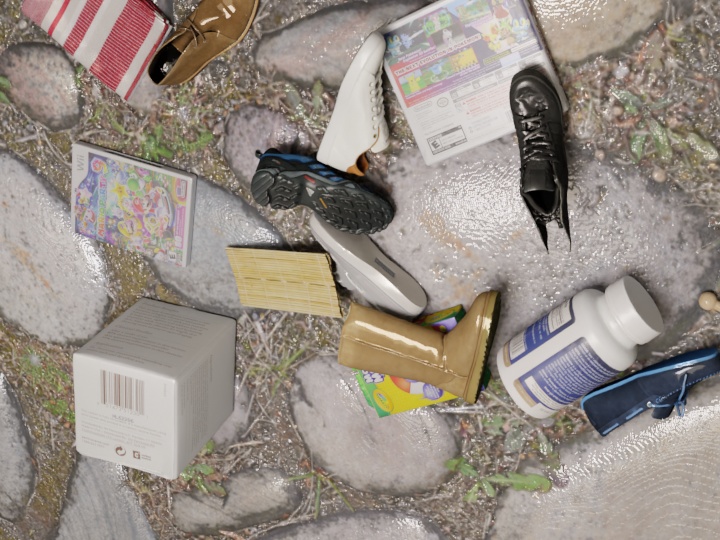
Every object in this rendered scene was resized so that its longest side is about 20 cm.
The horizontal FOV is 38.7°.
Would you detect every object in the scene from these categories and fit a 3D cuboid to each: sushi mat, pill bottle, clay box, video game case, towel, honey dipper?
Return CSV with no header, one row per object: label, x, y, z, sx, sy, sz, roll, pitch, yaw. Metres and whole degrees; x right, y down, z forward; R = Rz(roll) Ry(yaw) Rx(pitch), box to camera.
sushi mat,-0.108,0.015,1.439,0.198,0.012,0.097,5,116,39
pill bottle,0.279,0.094,1.302,0.199,0.111,0.111,-38,96,30
clay box,0.071,0.133,1.435,0.198,0.048,0.116,-19,104,26
video game case,-0.337,-0.097,1.509,0.197,0.018,0.145,17,117,14
video game case,0.133,-0.247,1.263,0.198,0.023,0.184,-19,104,28
towel,-0.366,-0.349,1.411,0.199,0.023,0.144,41,121,0
honey dipper,0.506,0.079,1.252,0.198,0.038,0.038,26,119,10

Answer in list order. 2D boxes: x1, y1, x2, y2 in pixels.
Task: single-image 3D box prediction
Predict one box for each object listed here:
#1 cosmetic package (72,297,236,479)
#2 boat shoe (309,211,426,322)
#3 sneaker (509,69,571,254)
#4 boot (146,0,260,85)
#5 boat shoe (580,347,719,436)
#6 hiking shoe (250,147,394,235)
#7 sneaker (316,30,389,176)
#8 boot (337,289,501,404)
cosmetic package,-0.296,0.167,1.502,0.165,0.200,0.169,12,116,16
boat shoe,0.000,0.000,1.399,0.199,0.072,0.069,38,120,-9
sneaker,0.216,-0.128,1.219,0.059,0.105,0.202,-7,125,20
boot,-0.205,-0.310,1.336,0.074,0.075,0.200,48,119,-2
boat shoe,0.381,0.157,1.314,0.199,0.084,0.070,-31,80,42
hiking shoe,-0.046,-0.114,1.359,0.197,0.088,0.075,18,132,-14
sneaker,0.011,-0.207,1.300,0.084,0.073,0.201,26,133,4
boot,0.074,0.081,1.347,0.197,0.066,0.178,17,117,13
